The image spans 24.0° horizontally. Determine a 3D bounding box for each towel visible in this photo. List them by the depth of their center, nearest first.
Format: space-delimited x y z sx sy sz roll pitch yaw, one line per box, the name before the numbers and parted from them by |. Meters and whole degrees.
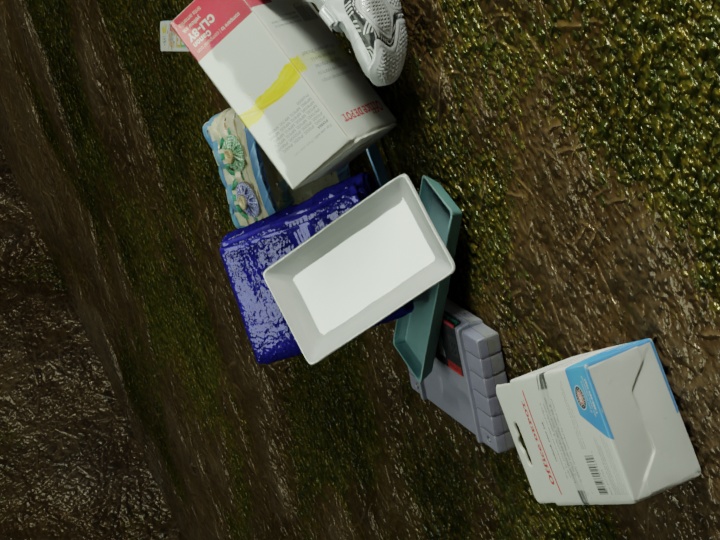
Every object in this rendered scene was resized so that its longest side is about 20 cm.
towel | -0.050 0.002 1.712 0.199 0.049 0.149 -22 82 34

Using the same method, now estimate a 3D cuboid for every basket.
basket | -0.059 -0.119 1.793 0.198 0.139 0.178 -11 103 37

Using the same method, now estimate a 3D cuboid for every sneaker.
sneaker | -0.032 -0.255 1.570 0.114 0.075 0.202 -19 86 28

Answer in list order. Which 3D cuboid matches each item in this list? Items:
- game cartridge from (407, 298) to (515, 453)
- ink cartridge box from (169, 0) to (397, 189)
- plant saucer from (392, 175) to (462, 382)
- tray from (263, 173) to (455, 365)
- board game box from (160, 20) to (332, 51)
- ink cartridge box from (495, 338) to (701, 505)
game cartridge | 0.091 0.091 1.715 0.200 0.038 0.131 33 143 61
ink cartridge box | -0.071 -0.188 1.629 0.201 0.083 0.145 53 -157 2
plant saucer | 0.066 0.009 1.657 0.070 0.019 0.202 -125 36 -48
tray | 0.000 0.000 1.643 0.199 0.022 0.108 -34 78 31
board game box | -0.126 -0.253 1.821 0.200 0.133 0.035 -161 69 -68
ink cartridge box | 0.191 0.129 1.406 0.117 0.067 0.200 70 162 2
